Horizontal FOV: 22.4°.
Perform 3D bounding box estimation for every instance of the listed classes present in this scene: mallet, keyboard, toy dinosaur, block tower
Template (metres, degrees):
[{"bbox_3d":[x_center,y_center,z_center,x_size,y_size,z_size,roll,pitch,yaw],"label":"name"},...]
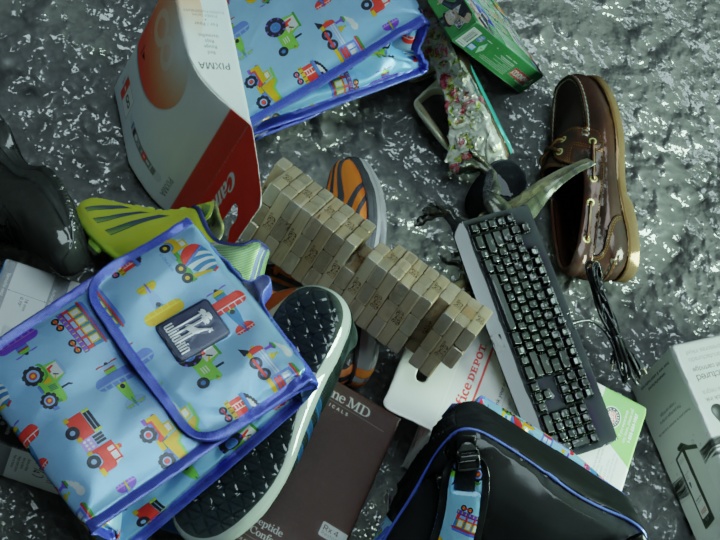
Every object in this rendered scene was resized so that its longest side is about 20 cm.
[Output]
[{"bbox_3d":[0.129,0.010,1.523,0.041,0.066,0.201,-8,80,-18],"label":"mallet"},{"bbox_3d":[0.157,0.043,1.422,0.126,0.021,0.201,-13,77,-28],"label":"keyboard"},{"bbox_3d":[0.102,-0.044,1.471,0.088,0.048,0.200,36,61,8],"label":"toy dinosaur"},{"bbox_3d":[0.000,0.000,1.374,0.200,0.054,0.058,37,25,4],"label":"block tower"}]

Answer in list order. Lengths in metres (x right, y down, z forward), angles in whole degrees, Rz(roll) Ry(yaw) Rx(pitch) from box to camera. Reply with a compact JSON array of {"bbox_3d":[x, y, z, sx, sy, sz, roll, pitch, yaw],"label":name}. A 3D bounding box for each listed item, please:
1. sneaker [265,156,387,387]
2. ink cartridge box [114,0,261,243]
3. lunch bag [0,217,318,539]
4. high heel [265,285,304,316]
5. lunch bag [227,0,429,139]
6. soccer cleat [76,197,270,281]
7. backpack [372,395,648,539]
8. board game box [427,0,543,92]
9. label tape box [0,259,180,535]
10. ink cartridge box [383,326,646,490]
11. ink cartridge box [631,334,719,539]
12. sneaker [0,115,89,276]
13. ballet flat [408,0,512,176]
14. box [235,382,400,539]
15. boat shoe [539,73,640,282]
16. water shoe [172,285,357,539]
[{"bbox_3d":[-0.042,-0.008,1.441,0.111,0.078,0.201,10,59,-16],"label":"sneaker"},{"bbox_3d":[-0.137,-0.100,1.408,0.050,0.162,0.201,3,61,-25],"label":"ink cartridge box"},{"bbox_3d":[-0.137,0.072,1.232,0.200,0.094,0.151,-37,70,-12],"label":"lunch bag"},{"bbox_3d":[-0.089,0.094,1.340,0.200,0.067,0.096,-39,111,-32],"label":"high heel"},{"bbox_3d":[-0.064,-0.204,1.521,0.199,0.094,0.151,-26,70,-9],"label":"lunch bag"},{"bbox_3d":[-0.141,-0.021,1.370,0.200,0.065,0.084,28,86,42],"label":"soccer cleat"},{"bbox_3d":[0.089,0.218,1.317,0.182,0.135,0.201,30,100,-5],"label":"backpack"},{"bbox_3d":[0.088,-0.234,1.566,0.029,0.200,0.135,-35,72,14],"label":"board game box"},{"bbox_3d":[-0.192,0.094,1.337,0.199,0.063,0.145,19,58,-8],"label":"label tape box"},{"bbox_3d":[0.111,0.122,1.429,0.199,0.067,0.117,28,55,-4],"label":"ink cartridge box"},{"bbox_3d":[0.332,0.154,1.482,0.145,0.084,0.201,-10,65,-25],"label":"ink cartridge box"},{"bbox_3d":[-0.273,-0.047,1.367,0.091,0.076,0.200,-32,46,-20],"label":"sneaker"},{"bbox_3d":[0.070,-0.168,1.583,0.064,0.076,0.201,-24,62,6],"label":"ballet flat"},{"bbox_3d":[-0.057,0.175,1.331,0.100,0.075,0.201,30,54,-8],"label":"box"},{"bbox_3d":[0.191,-0.085,1.573,0.070,0.070,0.201,4,61,-22],"label":"boat shoe"},{"bbox_3d":[-0.057,0.109,1.277,0.071,0.079,0.201,28,83,22],"label":"water shoe"}]
